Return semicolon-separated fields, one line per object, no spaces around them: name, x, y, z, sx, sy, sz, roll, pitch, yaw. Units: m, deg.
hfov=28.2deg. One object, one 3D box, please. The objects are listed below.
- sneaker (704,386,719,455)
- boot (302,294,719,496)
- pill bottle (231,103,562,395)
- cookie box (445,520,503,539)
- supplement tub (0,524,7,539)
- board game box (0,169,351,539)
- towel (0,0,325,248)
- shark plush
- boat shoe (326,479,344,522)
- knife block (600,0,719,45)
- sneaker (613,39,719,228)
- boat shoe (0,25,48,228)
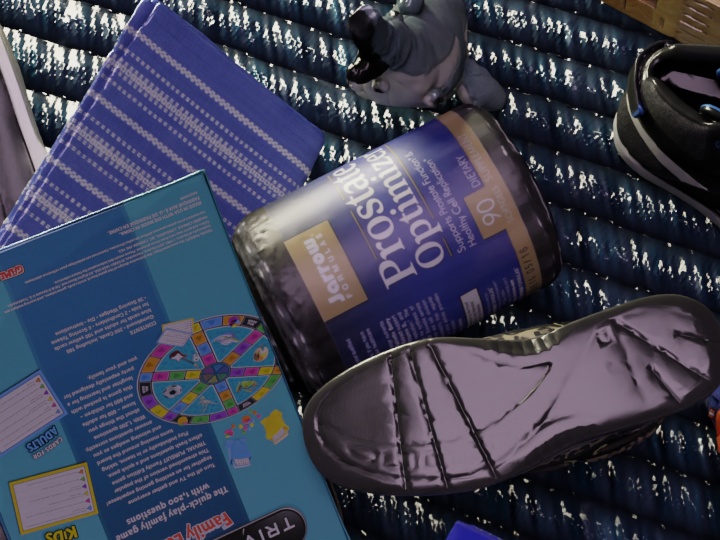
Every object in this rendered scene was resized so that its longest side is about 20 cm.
sneaker;0.217;0.089;0.767;0.078;0.075;0.201;13;69;25
boot;0.077;0.075;0.732;0.202;0.154;0.074;-15;75;1
pill bottle;0.000;0.000;0.786;0.199;0.112;0.112;-28;72;-4
cookie box;0.071;0.237;0.625;0.171;0.075;0.201;20;73;43
supplement tub;-0.194;0.155;0.747;0.122;0.123;0.201;26;76;13
board game box;-0.110;0.073;0.690;0.150;0.047;0.201;-22;93;-17
towel;-0.117;-0.036;0.817;0.145;0.024;0.201;36;75;-28
shark plush;0.016;-0.134;0.796;0.090;0.200;0.084;9;100;26
boat shoe;-0.046;0.179;0.751;0.074;0.073;0.201;-2;72;4
knife block;0.248;-0.210;0.857;0.199;0.064;0.176;31;77;14
sneaker;0.229;-0.054;0.782;0.199;0.112;0.073;30;78;14
boat shoe;-0.221;-0.084;0.858;0.060;0.074;0.201;-23;80;-8
